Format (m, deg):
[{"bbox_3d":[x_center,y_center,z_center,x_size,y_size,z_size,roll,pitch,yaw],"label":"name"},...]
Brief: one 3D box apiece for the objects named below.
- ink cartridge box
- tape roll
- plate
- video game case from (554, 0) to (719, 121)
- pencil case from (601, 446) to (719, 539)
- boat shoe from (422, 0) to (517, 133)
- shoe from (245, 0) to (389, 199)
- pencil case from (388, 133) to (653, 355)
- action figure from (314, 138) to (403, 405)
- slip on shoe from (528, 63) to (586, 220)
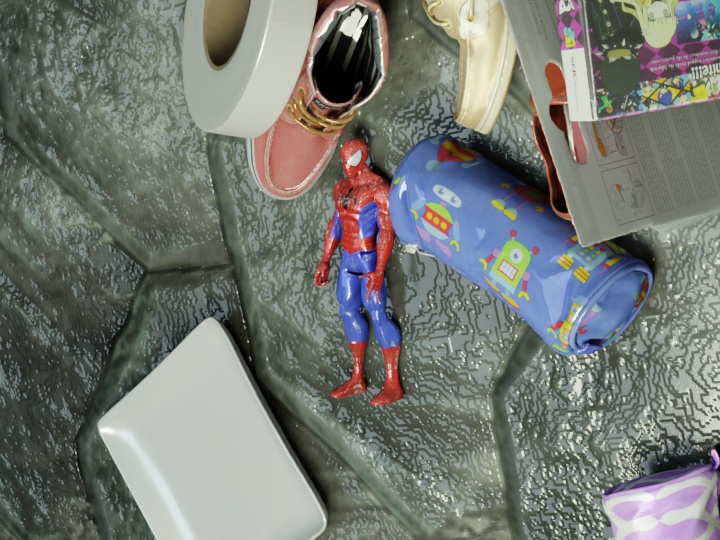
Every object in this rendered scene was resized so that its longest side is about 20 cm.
[{"bbox_3d":[0.158,-0.100,1.276,0.050,0.200,0.162,-20,87,47],"label":"ink cartridge box"},{"bbox_3d":[-0.082,-0.198,1.527,0.203,0.037,0.203,-172,90,-68],"label":"tape roll"},{"bbox_3d":[-0.118,0.164,1.724,0.200,0.032,0.200,-42,71,41],"label":"plate"},{"bbox_3d":[0.203,-0.190,1.216,0.036,0.200,0.181,-173,73,-66],"label":"video game case"},{"bbox_3d":[0.226,0.226,1.386,0.085,0.084,0.200,-18,91,9],"label":"pencil case"},{"bbox_3d":[0.073,-0.194,1.407,0.074,0.069,0.200,-120,35,-77],"label":"boat shoe"},{"bbox_3d":[-0.033,-0.127,1.514,0.091,0.071,0.200,-104,30,-60],"label":"shoe"},{"bbox_3d":[0.104,-0.016,1.434,0.200,0.078,0.087,35,106,32],"label":"pencil case"},{"bbox_3d":[0.000,0.000,1.561,0.065,0.052,0.200,9,105,45],"label":"action figure"},{"bbox_3d":[0.143,-0.126,1.382,0.074,0.061,0.200,-3,97,45],"label":"slip on shoe"}]
